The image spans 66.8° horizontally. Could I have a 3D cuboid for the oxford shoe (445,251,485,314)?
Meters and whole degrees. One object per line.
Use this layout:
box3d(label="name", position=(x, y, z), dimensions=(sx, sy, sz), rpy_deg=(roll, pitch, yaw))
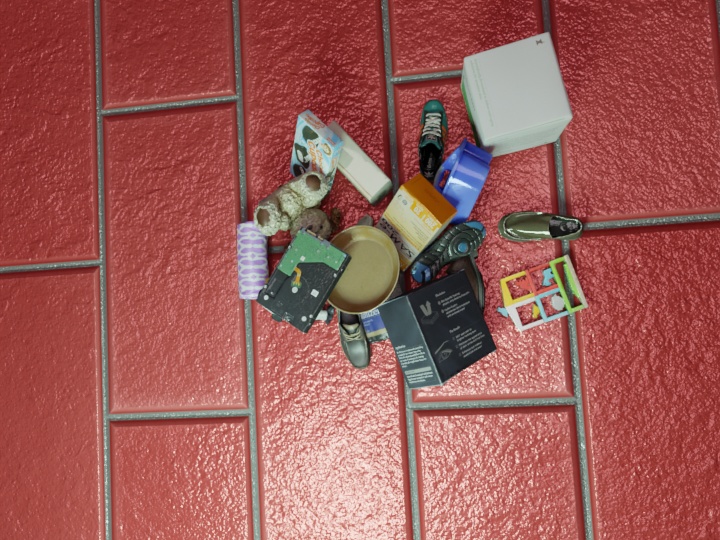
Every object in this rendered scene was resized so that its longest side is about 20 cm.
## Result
box3d(label="oxford shoe", position=(0.248, 0.017, 1.293), dimensions=(0.083, 0.073, 0.203), rpy_deg=(-13, 73, 9))

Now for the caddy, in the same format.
box3d(label="caddy", position=(0.221, -0.201, 1.254), dimensions=(0.104, 0.142, 0.202), rpy_deg=(23, 127, 4))

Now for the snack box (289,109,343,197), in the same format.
box3d(label="snack box", position=(-0.108, -0.268, 1.293), dimensions=(0.116, 0.201, 0.037), rpy_deg=(43, 61, 12))

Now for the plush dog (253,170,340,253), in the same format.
box3d(label="plush dog", position=(-0.144, -0.129, 1.327), dimensions=(0.199, 0.160, 0.173), rpy_deg=(-36, 107, -3))

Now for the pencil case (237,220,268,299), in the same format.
box3d(label="pencil case", position=(-0.263, -0.026, 1.357), dimensions=(0.083, 0.085, 0.203), rpy_deg=(-3, 85, 42))

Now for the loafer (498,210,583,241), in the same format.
box3d(label="loafer", position=(0.423, -0.107, 1.274), dimensions=(0.197, 0.070, 0.076), rpy_deg=(-1, 86, 7))

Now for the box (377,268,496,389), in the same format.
box3d(label="box", position=(0.171, 0.129, 1.216), dimensions=(0.195, 0.117, 0.202), rpy_deg=(-20, 87, -37))

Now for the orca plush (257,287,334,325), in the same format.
box3d(label="orca plush", position=(-0.157, 0.068, 1.329), dimensions=(0.197, 0.071, 0.106), rpy_deg=(6, 126, -20))

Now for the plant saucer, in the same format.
box3d(label="plant saucer", position=(0.000, 0.000, 1.234), dimensions=(0.198, 0.035, 0.203), rpy_deg=(-6, 76, 22))

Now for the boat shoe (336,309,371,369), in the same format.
box3d(label="boat shoe", position=(-0.025, 0.141, 1.315), dimensions=(0.074, 0.073, 0.203), rpy_deg=(-17, 84, 6))

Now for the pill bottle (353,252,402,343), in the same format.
box3d(label="pill bottle", position=(0.044, 0.061, 1.292), dimensions=(0.111, 0.112, 0.202), rpy_deg=(-18, 84, 6))

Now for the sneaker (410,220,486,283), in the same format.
box3d(label="sneaker", position=(0.194, -0.050, 1.251), dimensions=(0.199, 0.082, 0.074), rpy_deg=(-34, 97, 3))

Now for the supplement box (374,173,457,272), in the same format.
box3d(label="supplement box", position=(0.116, -0.105, 1.251), dimensions=(0.126, 0.200, 0.073), rpy_deg=(45, 54, 9))

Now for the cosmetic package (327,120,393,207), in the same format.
box3d(label="cosmetic package", position=(-0.014, -0.256, 1.325), dimensions=(0.073, 0.104, 0.200), rpy_deg=(-44, 81, 3))

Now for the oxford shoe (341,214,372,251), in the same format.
box3d(label="oxford shoe", position=(-0.041, -0.060, 1.317), dimensions=(0.058, 0.075, 0.201), rpy_deg=(43, 80, -22))

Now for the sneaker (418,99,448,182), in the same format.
box3d(label="sneaker", position=(0.175, -0.320, 1.314), dimensions=(0.070, 0.080, 0.203), rpy_deg=(2, 86, 8))

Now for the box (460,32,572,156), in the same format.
box3d(label="box", position=(0.349, -0.389, 1.251), dimensions=(0.197, 0.171, 0.202), rpy_deg=(-14, 84, 6))

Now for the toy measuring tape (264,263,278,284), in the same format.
box3d(label="toy measuring tape", position=(-0.146, -0.006, 1.353), dimensions=(0.198, 0.074, 0.074), rpy_deg=(-25, 83, -19))

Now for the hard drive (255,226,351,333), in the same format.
box3d(label="hard drive", position=(-0.127, 0.020, 1.227), dimensions=(0.139, 0.038, 0.202), rpy_deg=(29, 87, 16))

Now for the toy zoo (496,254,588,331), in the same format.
box3d(label="toy zoo", position=(0.417, 0.059, 1.289), dimensions=(0.198, 0.020, 0.133), rpy_deg=(-20, 84, 5))
